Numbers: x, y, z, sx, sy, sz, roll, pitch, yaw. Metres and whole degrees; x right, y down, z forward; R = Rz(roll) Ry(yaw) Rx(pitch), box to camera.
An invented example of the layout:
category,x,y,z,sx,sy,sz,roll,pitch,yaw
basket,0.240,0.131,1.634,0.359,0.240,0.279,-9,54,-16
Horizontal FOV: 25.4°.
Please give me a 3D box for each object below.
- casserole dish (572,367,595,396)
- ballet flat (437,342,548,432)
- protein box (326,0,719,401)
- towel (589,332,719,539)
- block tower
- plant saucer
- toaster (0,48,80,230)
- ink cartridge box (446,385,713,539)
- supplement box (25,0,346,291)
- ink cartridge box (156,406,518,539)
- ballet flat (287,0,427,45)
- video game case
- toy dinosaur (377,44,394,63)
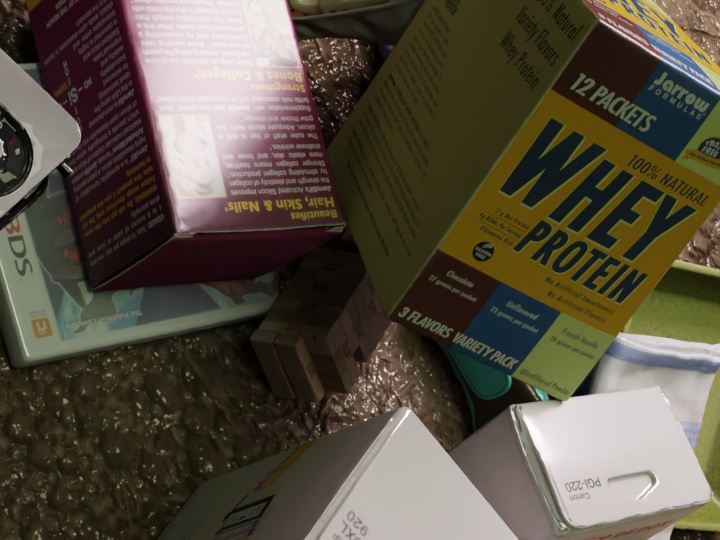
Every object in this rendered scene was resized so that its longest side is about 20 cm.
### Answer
category,x,y,z,sx,sy,sz,roll,pitch,yaw
casserole dish,0.152,0.016,1.224,0.200,0.039,0.122,40,50,-20
ballet flat,0.111,0.092,1.140,0.070,0.067,0.201,-18,86,-58
protein box,0.100,-0.074,0.947,0.134,0.201,0.199,25,22,-26
towel,0.193,0.142,1.134,0.146,0.024,0.202,10,97,-49
block tower,0.000,0.000,1.076,0.200,0.054,0.058,-59,143,-38
plant saucer,0.240,0.094,1.217,0.199,0.048,0.202,10,96,-38
toaster,-0.257,-0.025,0.794,0.119,0.200,0.181,48,56,-10
ink cartridge box,0.096,0.157,0.998,0.145,0.200,0.085,-3,63,-41
supplement box,-0.108,-0.100,0.971,0.130,0.103,0.201,-3,74,-42
ink cartridge box,-0.024,0.194,0.882,0.147,0.199,0.145,49,48,-14
ballet flat,-0.030,-0.182,1.047,0.068,0.198,0.064,-70,155,-45
video game case,-0.153,-0.045,0.996,0.199,0.023,0.184,-11,80,-43
toy dinosaur,0.036,-0.241,1.205,0.200,0.104,0.183,-22,105,-54
